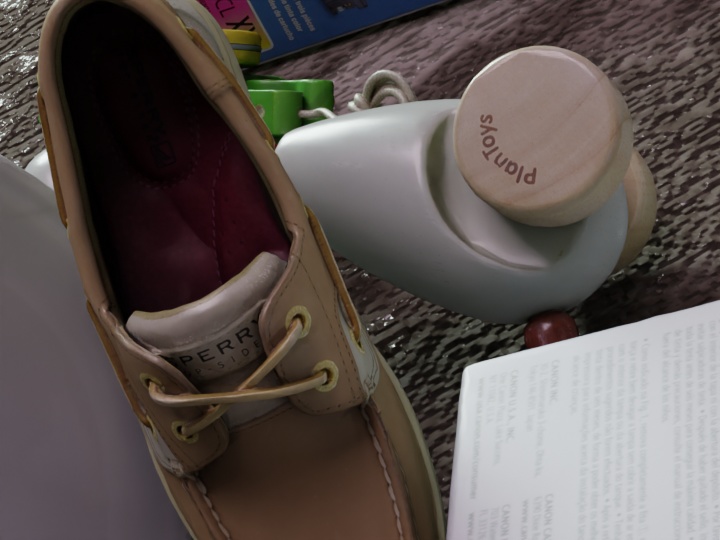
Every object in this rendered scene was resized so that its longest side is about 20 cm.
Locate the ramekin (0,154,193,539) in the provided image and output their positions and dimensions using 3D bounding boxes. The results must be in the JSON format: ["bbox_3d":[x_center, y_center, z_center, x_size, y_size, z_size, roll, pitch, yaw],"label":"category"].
[{"bbox_3d":[-0.151,0.065,0.672,0.094,0.202,0.202,-11,33,48],"label":"ramekin"}]

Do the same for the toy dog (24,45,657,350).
[{"bbox_3d":[0.000,0.000,0.739,0.200,0.132,0.097,-12,72,36],"label":"toy dog"}]

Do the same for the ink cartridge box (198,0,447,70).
[{"bbox_3d":[0.023,-0.167,0.990,0.200,0.076,0.137,-15,33,21],"label":"ink cartridge box"}]

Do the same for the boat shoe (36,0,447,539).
[{"bbox_3d":[-0.038,0.015,0.650,0.074,0.200,0.066,-27,-8,5],"label":"boat shoe"}]

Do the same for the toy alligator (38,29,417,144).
[{"bbox_3d":[-0.038,-0.056,0.897,0.200,0.059,0.054,4,3,44],"label":"toy alligator"}]

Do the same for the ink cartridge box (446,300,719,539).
[{"bbox_3d":[0.115,0.067,0.574,0.200,0.057,0.163,-13,37,17],"label":"ink cartridge box"}]
